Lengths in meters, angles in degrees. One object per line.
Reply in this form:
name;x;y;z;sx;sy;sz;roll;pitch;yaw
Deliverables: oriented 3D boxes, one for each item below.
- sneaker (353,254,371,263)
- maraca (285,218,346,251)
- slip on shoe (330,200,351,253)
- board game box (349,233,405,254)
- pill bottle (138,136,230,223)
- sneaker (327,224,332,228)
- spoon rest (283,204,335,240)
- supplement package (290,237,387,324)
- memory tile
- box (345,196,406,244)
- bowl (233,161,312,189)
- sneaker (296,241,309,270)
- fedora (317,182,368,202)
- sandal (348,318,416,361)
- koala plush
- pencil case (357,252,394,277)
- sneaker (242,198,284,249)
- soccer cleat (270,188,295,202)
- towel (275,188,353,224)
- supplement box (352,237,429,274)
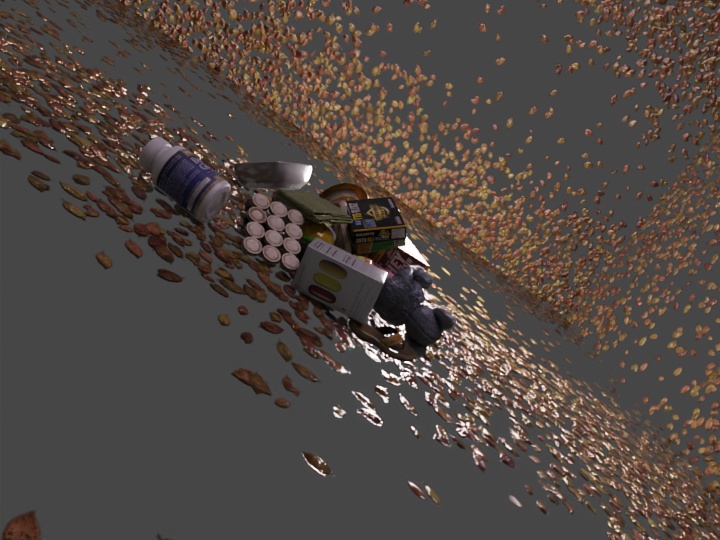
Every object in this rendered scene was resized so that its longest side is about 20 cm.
sneaker;0.000;0.000;1.666;0.199;0.089;0.079;32;-28;57
maraca;-0.121;-0.080;1.673;0.198;0.109;0.136;26;10;37
slip on shoe;-0.063;-0.099;1.822;0.059;0.205;0.076;-5;2;-8
board game box;0.032;-0.123;1.893;0.150;0.041;0.201;-11;33;-15
pill bottle;-0.404;-0.211;1.439;0.199;0.112;0.111;38;15;3
sneaker;-0.106;-0.107;1.882;0.075;0.077;0.201;35;17;-10
spoon rest;-0.149;-0.129;1.792;0.198;0.101;0.061;34;38;14
supplement package;-0.049;0.022;1.500;0.197;0.116;0.110;25;15;1
memory tile;-0.212;-0.094;1.541;0.151;0.017;0.203;22;46;-22
box;0.039;-0.149;1.849;0.156;0.050;0.201;-7;32;-6
bowl;-0.265;-0.287;1.923;0.196;0.077;0.199;4;7;30
sneaker;-0.095;0.004;1.609;0.199;0.074;0.089;41;2;-3
fedora;-0.059;-0.182;2.005;0.198;0.201;0.083;24;30;-38
sandal;0.061;0.158;1.512;0.198;0.054;0.081;32;15;-18
koala plush;0.133;0.110;1.607;0.201;0.177;0.183;51;11;14
pencil case;0.061;0.026;1.863;0.198;0.088;0.082;32;-16;-20
sneaker;-0.266;-0.133;1.610;0.090;0.067;0.201;25;21;-44
soccer cleat;-0.225;-0.215;1.913;0.068;0.086;0.201;30;17;-20
towel;-0.127;-0.169;1.696;0.147;0.037;0.199;2;25;-47
supplement box;0.082;-0.048;2.025;0.195;0.134;0.201;28;17;-31
